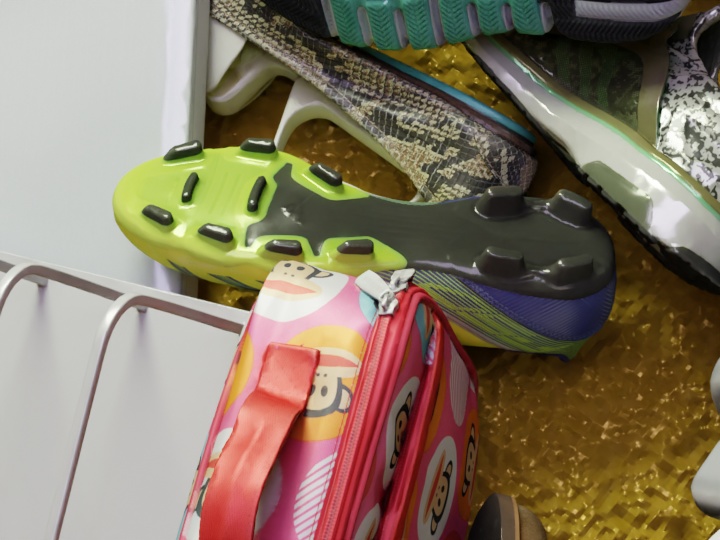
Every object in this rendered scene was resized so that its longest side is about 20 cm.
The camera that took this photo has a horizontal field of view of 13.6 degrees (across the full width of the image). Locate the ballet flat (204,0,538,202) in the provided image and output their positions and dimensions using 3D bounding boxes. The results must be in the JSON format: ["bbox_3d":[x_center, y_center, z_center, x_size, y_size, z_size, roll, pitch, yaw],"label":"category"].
[{"bbox_3d":[-0.019,-0.077,1.237,0.200,0.068,0.075,39,94,18],"label":"ballet flat"}]

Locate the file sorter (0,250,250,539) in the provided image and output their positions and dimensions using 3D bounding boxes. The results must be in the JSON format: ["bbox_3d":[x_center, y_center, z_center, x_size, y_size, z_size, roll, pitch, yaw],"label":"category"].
[{"bbox_3d":[-0.157,0.057,1.130,0.199,0.124,0.140,13,87,26],"label":"file sorter"}]

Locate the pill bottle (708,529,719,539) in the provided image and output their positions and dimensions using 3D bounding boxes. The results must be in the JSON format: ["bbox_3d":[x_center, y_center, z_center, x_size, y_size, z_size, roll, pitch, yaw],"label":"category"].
[{"bbox_3d":[0.160,0.152,1.039,0.104,0.200,0.105,-3,68,7],"label":"pill bottle"}]

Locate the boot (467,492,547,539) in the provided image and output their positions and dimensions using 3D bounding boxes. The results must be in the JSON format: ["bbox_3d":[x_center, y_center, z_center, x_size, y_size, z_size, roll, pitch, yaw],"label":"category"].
[{"bbox_3d":[0.074,0.182,1.122,0.075,0.074,0.201,0,71,-12],"label":"boot"}]

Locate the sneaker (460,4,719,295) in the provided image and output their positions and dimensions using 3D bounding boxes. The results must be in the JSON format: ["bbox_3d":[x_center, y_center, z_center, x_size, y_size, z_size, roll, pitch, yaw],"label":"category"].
[{"bbox_3d":[0.110,-0.076,1.187,0.089,0.077,0.200,-42,53,3],"label":"sneaker"}]

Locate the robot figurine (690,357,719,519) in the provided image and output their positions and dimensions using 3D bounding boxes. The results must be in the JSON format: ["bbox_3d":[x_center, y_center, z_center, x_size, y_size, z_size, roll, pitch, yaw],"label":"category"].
[{"bbox_3d":[0.209,0.026,1.129,0.170,0.113,0.200,43,77,-19],"label":"robot figurine"}]

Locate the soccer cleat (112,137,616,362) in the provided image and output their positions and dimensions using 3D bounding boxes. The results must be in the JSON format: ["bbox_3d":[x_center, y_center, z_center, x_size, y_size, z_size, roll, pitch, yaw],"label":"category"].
[{"bbox_3d":[0.000,0.001,1.178,0.199,0.084,0.065,8,49,-1],"label":"soccer cleat"}]

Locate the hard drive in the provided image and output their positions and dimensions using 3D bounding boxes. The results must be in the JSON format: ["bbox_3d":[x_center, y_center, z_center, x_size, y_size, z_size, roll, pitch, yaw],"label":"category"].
[{"bbox_3d":[-0.128,-0.041,1.223,0.131,0.027,0.201,0,82,17],"label":"hard drive"}]

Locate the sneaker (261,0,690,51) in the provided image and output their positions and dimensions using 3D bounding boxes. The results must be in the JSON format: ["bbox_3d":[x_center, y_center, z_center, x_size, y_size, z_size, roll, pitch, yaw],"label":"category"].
[{"bbox_3d":[0.046,-0.133,1.187,0.199,0.075,0.088,10,33,23],"label":"sneaker"}]

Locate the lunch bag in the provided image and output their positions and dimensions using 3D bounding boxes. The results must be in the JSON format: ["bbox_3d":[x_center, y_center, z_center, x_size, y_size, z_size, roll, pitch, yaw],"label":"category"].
[{"bbox_3d":[-0.021,0.100,1.100,0.081,0.176,0.201,10,71,16],"label":"lunch bag"}]
